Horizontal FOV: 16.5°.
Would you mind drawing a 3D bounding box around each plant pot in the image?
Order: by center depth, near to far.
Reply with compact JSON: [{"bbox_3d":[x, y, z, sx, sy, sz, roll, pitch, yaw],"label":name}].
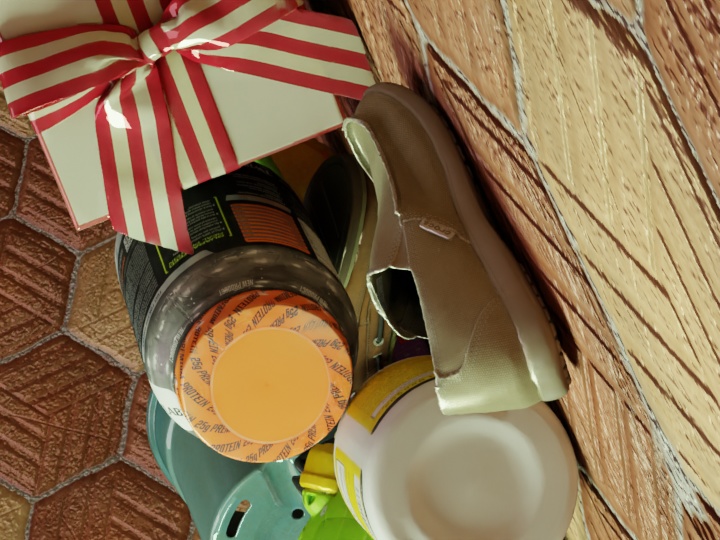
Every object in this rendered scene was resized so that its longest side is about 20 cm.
[{"bbox_3d":[-0.055,0.156,1.909,0.196,0.199,0.201,-112,0,-61],"label":"plant pot"}]

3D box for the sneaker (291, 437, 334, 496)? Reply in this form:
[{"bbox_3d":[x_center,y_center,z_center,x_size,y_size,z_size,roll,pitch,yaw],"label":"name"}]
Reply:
[{"bbox_3d":[0.008,0.188,1.786,0.114,0.076,0.200,56,166,35],"label":"sneaker"}]

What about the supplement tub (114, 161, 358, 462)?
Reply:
[{"bbox_3d":[-0.071,0.022,1.425,0.200,0.122,0.123,-116,4,-63],"label":"supplement tub"}]

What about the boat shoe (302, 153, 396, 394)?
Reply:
[{"bbox_3d":[0.000,0.000,1.538,0.201,0.068,0.072,105,155,-49],"label":"boat shoe"}]

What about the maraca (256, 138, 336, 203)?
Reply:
[{"bbox_3d":[-0.052,-0.029,1.673,0.138,0.107,0.200,61,174,19],"label":"maraca"}]

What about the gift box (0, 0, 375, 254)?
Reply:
[{"bbox_3d":[-0.100,-0.126,1.389,0.201,0.184,0.187,64,-177,-11],"label":"gift box"}]

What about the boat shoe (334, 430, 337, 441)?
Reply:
[{"bbox_3d":[0.024,0.100,1.589,0.200,0.072,0.065,129,145,-61],"label":"boat shoe"}]

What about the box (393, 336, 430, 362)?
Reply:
[{"bbox_3d":[0.027,0.080,1.749,0.200,0.039,0.137,-138,24,-76],"label":"box"}]

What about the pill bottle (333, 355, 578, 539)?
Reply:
[{"bbox_3d":[0.044,0.103,1.332,0.200,0.111,0.112,-160,45,-82],"label":"pill bottle"}]

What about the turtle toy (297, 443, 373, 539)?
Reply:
[{"bbox_3d":[0.024,0.187,1.488,0.200,0.101,0.147,2,75,61],"label":"turtle toy"}]

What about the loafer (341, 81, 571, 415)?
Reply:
[{"bbox_3d":[0.031,-0.011,1.183,0.076,0.068,0.200,72,171,-50],"label":"loafer"}]
